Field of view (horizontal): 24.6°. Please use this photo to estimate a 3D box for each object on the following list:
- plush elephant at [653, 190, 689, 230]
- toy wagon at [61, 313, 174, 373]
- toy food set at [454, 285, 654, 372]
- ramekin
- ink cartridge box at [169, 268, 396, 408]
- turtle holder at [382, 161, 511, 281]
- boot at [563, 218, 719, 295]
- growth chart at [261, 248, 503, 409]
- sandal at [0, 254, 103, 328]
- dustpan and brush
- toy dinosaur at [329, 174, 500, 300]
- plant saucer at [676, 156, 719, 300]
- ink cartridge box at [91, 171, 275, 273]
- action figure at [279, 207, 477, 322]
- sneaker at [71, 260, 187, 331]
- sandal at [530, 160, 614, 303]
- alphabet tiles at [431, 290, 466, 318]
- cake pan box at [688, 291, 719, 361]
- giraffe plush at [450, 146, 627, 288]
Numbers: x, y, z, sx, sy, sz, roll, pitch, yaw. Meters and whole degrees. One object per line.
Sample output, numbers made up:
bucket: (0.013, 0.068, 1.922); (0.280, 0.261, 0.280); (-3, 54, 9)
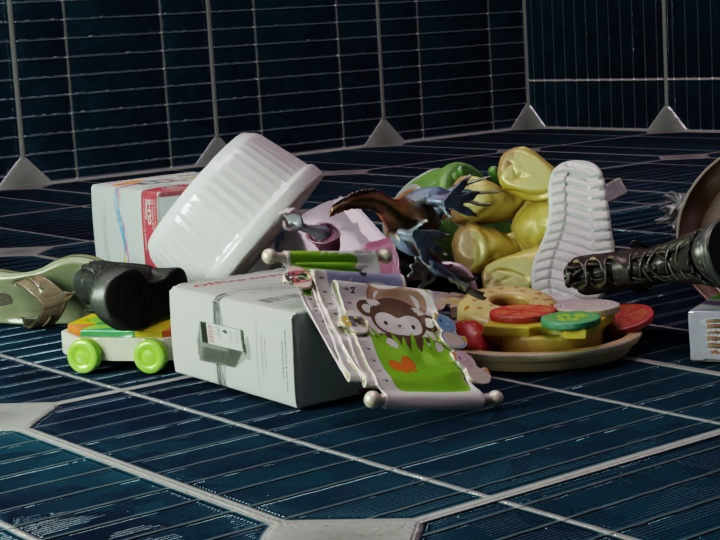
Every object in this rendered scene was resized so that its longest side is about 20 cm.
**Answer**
plush elephant: (0.436, -0.052, 1.758); (0.199, 0.166, 0.155); (-5, 17, -17)
toy wagon: (-0.185, 0.065, 1.601); (0.199, 0.040, 0.155); (-1, 9, 17)
toy food set: (0.166, 0.052, 1.517); (0.197, 0.049, 0.200); (1, 9, 25)
ramekin: (-0.137, -0.054, 1.719); (0.094, 0.203, 0.202); (40, 11, -1)
ink cartridge box: (-0.057, 0.056, 1.462); (0.146, 0.083, 0.200); (-9, 11, -36)
turtle holder: (0.109, -0.056, 1.966); (0.131, 0.142, 0.185); (-17, 8, 31)
boot: (0.272, -0.001, 1.523); (0.173, 0.070, 0.200); (-7, -5, 21)
growth chart: (0.021, 0.046, 1.348); (0.144, 0.018, 0.200); (-5, 44, -34)
sandal: (-0.354, 0.034, 1.799); (0.200, 0.080, 0.057); (-8, 24, 14)
dustpan and brush: (-0.069, 0.004, 1.790); (0.199, 0.057, 0.140); (-19, 47, -24)
toy dinosaur: (0.055, -0.059, 1.505); (0.199, 0.105, 0.181); (26, -1, -17)
plant saucer: (0.415, -0.037, 1.635); (0.199, 0.201, 0.034); (1, -21, 26)
ink cartridge box: (-0.207, -0.033, 1.904); (0.145, 0.146, 0.200); (-9, 9, -31)
action figure: (0.000, 0.000, 1.645); (0.199, 0.135, 0.149); (8, 13, 40)
sneaker: (-0.238, 0.022, 1.590); (0.104, 0.060, 0.200); (2, 5, 20)
sandal: (0.225, -0.024, 1.704); (0.082, 0.203, 0.050); (5, -33, 13)
alphabet tiles: (0.023, 0.038, 1.781); (0.199, 0.015, 0.195); (4, 11, 44)
cake pan box: (0.412, 0.044, 1.471); (0.199, 0.053, 0.184); (1, 12, 29)
giraffe plush: (0.208, -0.040, 1.837); (0.199, 0.174, 0.162); (-12, -15, 12)
